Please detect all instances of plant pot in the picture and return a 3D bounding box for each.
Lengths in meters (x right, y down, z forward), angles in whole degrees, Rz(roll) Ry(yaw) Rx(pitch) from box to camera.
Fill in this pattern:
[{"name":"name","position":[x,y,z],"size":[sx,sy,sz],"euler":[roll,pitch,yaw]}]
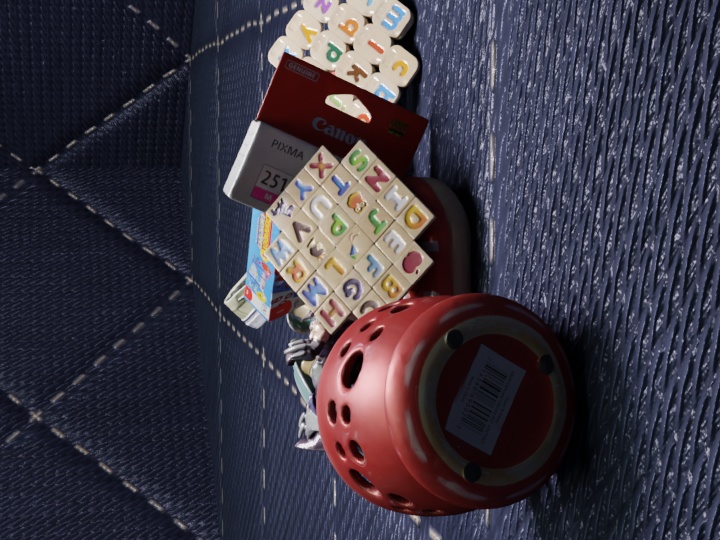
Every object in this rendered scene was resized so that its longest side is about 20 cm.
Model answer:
[{"name":"plant pot","position":[0.082,0.119,1.072],"size":[0.182,0.199,0.202],"euler":[165,104,-67]}]

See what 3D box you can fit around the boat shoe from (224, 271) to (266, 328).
[{"name":"boat shoe","position":[-0.110,-0.011,1.668],"size":[0.201,0.062,0.072],"euler":[-54,20,6]}]

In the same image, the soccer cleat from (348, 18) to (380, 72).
[{"name":"soccer cleat","position":[0.016,-0.238,1.579],"size":[0.086,0.069,0.202],"euler":[-47,-44,-72]}]

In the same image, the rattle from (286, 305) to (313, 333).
[{"name":"rattle","position":[-0.055,0.083,1.711],"size":[0.200,0.129,0.144],"euler":[-98,21,-59]}]

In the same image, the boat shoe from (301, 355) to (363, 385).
[{"name":"boat shoe","position":[-0.031,0.111,1.616],"size":[0.200,0.076,0.072],"euler":[-10,-61,-79]}]

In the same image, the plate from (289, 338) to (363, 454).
[{"name":"plate","position":[-0.037,0.177,1.620],"size":[0.201,0.026,0.200],"euler":[51,-171,-12]}]

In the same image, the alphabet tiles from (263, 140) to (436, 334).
[{"name":"alphabet tiles","position":[-0.015,-0.037,1.297],"size":[0.167,0.006,0.200],"euler":[-48,60,10]}]

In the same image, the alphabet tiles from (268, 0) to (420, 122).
[{"name":"alphabet tiles","position":[-0.022,-0.259,1.511],"size":[0.195,0.015,0.201],"euler":[42,102,27]}]

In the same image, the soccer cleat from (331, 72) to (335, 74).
[{"name":"soccer cleat","position":[-0.032,-0.239,1.638],"size":[0.085,0.068,0.201],"euler":[63,-137,-65]}]

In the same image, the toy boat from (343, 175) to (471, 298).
[{"name":"toy boat","position":[0.045,-0.001,1.319],"size":[0.130,0.130,0.202],"euler":[180,89,-75]}]

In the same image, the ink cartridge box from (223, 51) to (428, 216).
[{"name":"ink cartridge box","position":[-0.031,-0.128,1.386],"size":[0.175,0.199,0.044],"euler":[-66,19,4]}]

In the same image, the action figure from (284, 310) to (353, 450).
[{"name":"action figure","position":[-0.038,0.109,1.442],"size":[0.069,0.130,0.202],"euler":[3,100,38]}]

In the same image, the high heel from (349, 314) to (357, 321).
[{"name":"high heel","position":[0.007,0.017,1.420],"size":[0.067,0.200,0.096],"euler":[-48,37,12]}]

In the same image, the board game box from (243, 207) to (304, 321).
[{"name":"board game box","position":[-0.046,-0.055,1.533],"size":[0.056,0.199,0.197],"euler":[44,144,29]}]
